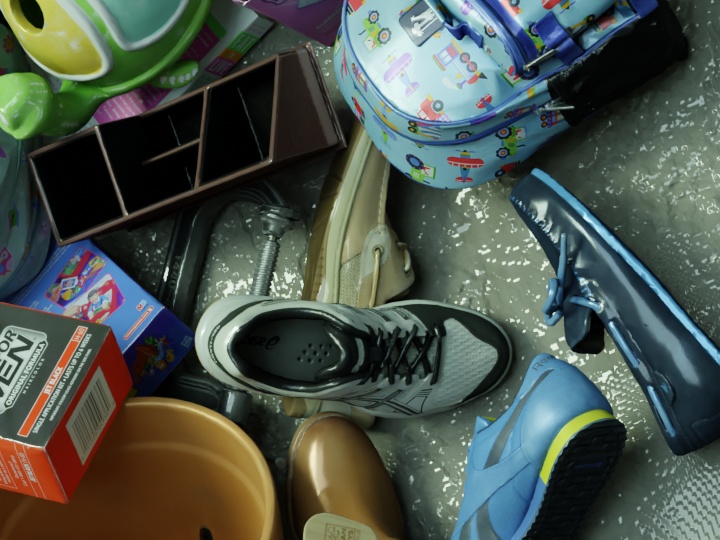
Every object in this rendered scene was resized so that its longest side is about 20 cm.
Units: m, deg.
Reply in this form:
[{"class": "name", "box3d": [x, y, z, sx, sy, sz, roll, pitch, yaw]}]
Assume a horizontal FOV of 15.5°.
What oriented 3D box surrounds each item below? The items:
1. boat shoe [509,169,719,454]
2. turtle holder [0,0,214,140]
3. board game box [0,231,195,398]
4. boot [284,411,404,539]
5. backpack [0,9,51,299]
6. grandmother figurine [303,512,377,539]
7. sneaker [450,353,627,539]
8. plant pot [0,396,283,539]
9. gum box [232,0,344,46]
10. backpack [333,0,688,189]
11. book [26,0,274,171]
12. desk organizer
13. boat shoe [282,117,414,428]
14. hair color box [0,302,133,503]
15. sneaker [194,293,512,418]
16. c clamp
[{"class": "boat shoe", "box3d": [0.148, 0.024, 1.585, 0.069, 0.084, 0.200, -43, 62, 6]}, {"class": "turtle holder", "box3d": [-0.182, -0.183, 1.713, 0.185, 0.132, 0.141, -42, 61, 8]}, {"class": "board game box", "box3d": [-0.217, 0.078, 1.756, 0.200, 0.045, 0.134, -49, 46, -2]}, {"class": "boot", "box3d": [0.015, 0.175, 1.596, 0.073, 0.155, 0.201, -12, 83, -16]}, {"class": "backpack", "box3d": [-0.280, -0.076, 1.760, 0.166, 0.126, 0.201, -19, 68, 26]}, {"class": "grandmother figurine", "box3d": [-0.035, 0.219, 1.563, 0.060, 0.200, 0.122, 16, 51, -4]}, {"class": "sneaker", "box3d": [0.090, 0.140, 1.600, 0.078, 0.066, 0.201, 49, 125, 37]}, {"class": "plant pot", "box3d": [-0.137, 0.200, 1.650, 0.199, 0.140, 0.201, -7, 46, 7]}, {"class": "gum box", "box3d": [0.003, -0.236, 1.702, 0.200, 0.113, 0.066, -40, 65, 16]}, {"class": "backpack", "box3d": [0.073, -0.159, 1.621, 0.200, 0.135, 0.183, -34, 67, 4]}, {"class": "book", "box3d": [-0.169, -0.149, 1.817, 0.200, 0.048, 0.134, -43, 67, 15]}, {"class": "desk organizer", "box3d": [-0.115, -0.078, 1.705, 0.199, 0.077, 0.072, -20, 90, 37]}, {"class": "boat shoe", "box3d": [0.000, 0.000, 1.694, 0.064, 0.071, 0.201, 12, 91, -10]}, {"class": "hair color box", "box3d": [-0.255, 0.071, 1.659, 0.199, 0.061, 0.102, 10, 52, 22]}, {"class": "sneaker", "box3d": [0.001, 0.056, 1.618, 0.199, 0.088, 0.076, 1, 93, -11]}, {"class": "c clamp", "box3d": [-0.082, 0.027, 1.728, 0.170, 0.027, 0.201, 0, 78, 51]}]
